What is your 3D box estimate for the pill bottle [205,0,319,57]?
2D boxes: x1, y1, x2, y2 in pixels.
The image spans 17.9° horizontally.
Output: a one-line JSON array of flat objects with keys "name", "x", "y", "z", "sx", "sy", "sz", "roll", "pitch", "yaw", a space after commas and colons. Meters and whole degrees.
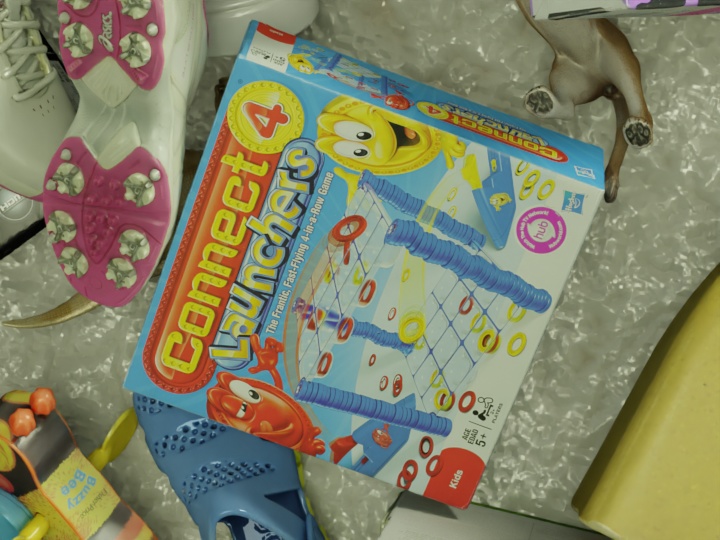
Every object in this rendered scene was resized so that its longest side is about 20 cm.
[{"name": "pill bottle", "x": -0.082, "y": -0.219, "z": 1.184, "sx": 0.110, "sy": 0.111, "sz": 0.201, "roll": -9, "pitch": 117, "yaw": 8}]

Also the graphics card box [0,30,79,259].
[{"name": "graphics card box", "x": -0.234, "y": -0.104, "z": 1.265, "sx": 0.125, "sy": 0.051, "sz": 0.201, "roll": -33, "pitch": 91, "yaw": 7}]

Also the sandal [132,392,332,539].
[{"name": "sandal", "x": -0.064, "y": 0.124, "z": 1.242, "sx": 0.079, "sy": 0.087, "sz": 0.201, "roll": -31, "pitch": 88, "yaw": 10}]

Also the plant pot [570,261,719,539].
[{"name": "plant pot", "x": 0.235, "y": 0.073, "z": 1.155, "sx": 0.193, "sy": 0.196, "sz": 0.201, "roll": 24, "pitch": 88, "yaw": 5}]

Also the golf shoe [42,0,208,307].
[{"name": "golf shoe", "x": -0.109, "y": -0.078, "z": 1.152, "sx": 0.075, "sy": 0.092, "sz": 0.201, "roll": 20, "pitch": 120, "yaw": 17}]

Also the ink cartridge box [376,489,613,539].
[{"name": "ink cartridge box", "x": 0.074, "y": 0.177, "z": 1.169, "sx": 0.147, "sy": 0.200, "sz": 0.076, "roll": 13, "pitch": 96, "yaw": 6}]

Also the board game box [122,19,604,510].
[{"name": "board game box", "x": 0.000, "y": 0.000, "z": 1.176, "sx": 0.194, "sy": 0.056, "sz": 0.201, "roll": 19, "pitch": 114, "yaw": -4}]

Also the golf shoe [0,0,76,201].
[{"name": "golf shoe", "x": -0.198, "y": -0.126, "z": 1.171, "sx": 0.091, "sy": 0.075, "sz": 0.200, "roll": -30, "pitch": 102, "yaw": 40}]

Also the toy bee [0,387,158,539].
[{"name": "toy bee", "x": -0.179, "y": 0.114, "z": 1.234, "sx": 0.199, "sy": 0.109, "sz": 0.132, "roll": 26, "pitch": 58, "yaw": -16}]

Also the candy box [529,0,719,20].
[{"name": "candy box", "x": 0.173, "y": -0.214, "z": 1.137, "sx": 0.199, "sy": 0.071, "sz": 0.169, "roll": -7, "pitch": 94, "yaw": -37}]

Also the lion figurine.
[{"name": "lion figurine", "x": 0.106, "y": -0.145, "z": 1.203, "sx": 0.072, "sy": 0.123, "sz": 0.201, "roll": -14, "pitch": 108, "yaw": 15}]

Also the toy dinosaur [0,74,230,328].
[{"name": "toy dinosaur", "x": -0.098, "y": -0.018, "z": 1.261, "sx": 0.101, "sy": 0.058, "sz": 0.200, "roll": 40, "pitch": 91, "yaw": 18}]
